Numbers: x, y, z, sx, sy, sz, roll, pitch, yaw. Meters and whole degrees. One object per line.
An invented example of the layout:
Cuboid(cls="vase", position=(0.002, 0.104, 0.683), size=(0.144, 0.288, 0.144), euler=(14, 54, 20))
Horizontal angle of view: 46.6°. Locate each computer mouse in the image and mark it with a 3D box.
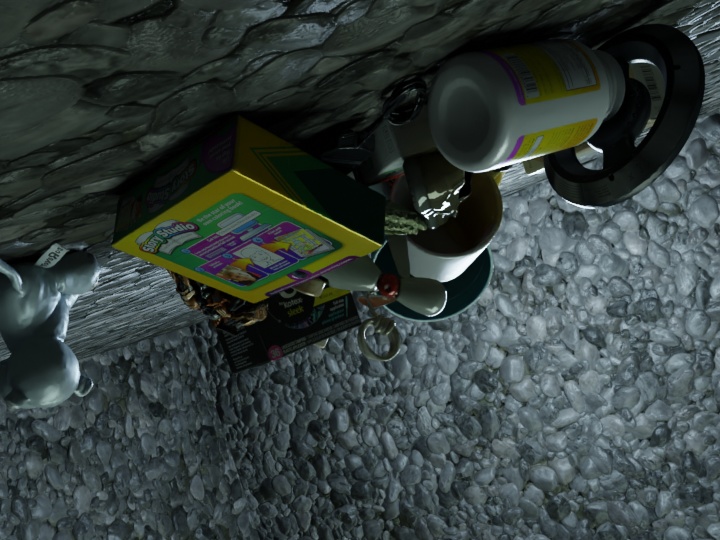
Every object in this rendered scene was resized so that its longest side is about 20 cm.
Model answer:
Cuboid(cls="computer mouse", position=(0.003, -0.143, 0.833), size=(0.058, 0.035, 0.199), euler=(2, 160, -34))

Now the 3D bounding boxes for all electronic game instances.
Cuboid(cls="electronic game", position=(0.267, -0.160, 0.868), size=(0.041, 0.204, 0.199), euler=(23, 153, -30))

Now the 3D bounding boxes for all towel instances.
Cuboid(cls="towel", position=(-0.029, -0.076, 0.930), size=(0.147, 0.037, 0.198), euler=(20, -169, 36))

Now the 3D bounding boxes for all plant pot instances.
Cuboid(cls="plant pot", position=(0.105, -0.053, 1.383), size=(0.197, 0.202, 0.189), euler=(-20, -144, 9))

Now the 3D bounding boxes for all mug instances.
Cuboid(cls="mug", position=(0.125, -0.061, 1.147), size=(0.183, 0.152, 0.154), euler=(-11, 159, -7))

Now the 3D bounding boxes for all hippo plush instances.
Cuboid(cls="hippo plush", position=(-0.356, 0.072, 0.961), size=(0.158, 0.164, 0.199), euler=(-17, 177, -44))

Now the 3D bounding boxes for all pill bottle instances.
Cuboid(cls="pill bottle", position=(0.164, -0.161, 0.790), size=(0.198, 0.106, 0.104), euler=(-18, 177, -37))

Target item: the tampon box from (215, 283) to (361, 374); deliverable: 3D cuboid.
Cuboid(cls="tampon box", position=(-0.116, 0.008, 1.077), size=(0.148, 0.203, 0.126), euler=(-20, 178, -35))

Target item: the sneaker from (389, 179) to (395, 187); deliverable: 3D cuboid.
Cuboid(cls="sneaker", position=(0.014, -0.104, 1.268), size=(0.078, 0.077, 0.199), euler=(-13, 172, -45))

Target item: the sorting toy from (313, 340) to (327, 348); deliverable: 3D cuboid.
Cuboid(cls="sorting toy", position=(-0.148, 0.018, 1.238), size=(0.196, 0.070, 0.200), euler=(25, -174, -23))

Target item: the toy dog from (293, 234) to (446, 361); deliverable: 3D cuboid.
Cuboid(cls="toy dog", position=(0.000, 0.000, 1.006), size=(0.132, 0.199, 0.096), euler=(-47, -173, 11))

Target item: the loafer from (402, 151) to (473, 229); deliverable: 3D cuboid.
Cuboid(cls="loafer", position=(0.096, -0.091, 0.929), size=(0.068, 0.077, 0.200), euler=(-16, 179, 11))

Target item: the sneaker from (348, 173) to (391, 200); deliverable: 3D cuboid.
Cuboid(cls="sneaker", position=(-0.039, -0.081, 1.163), size=(0.198, 0.083, 0.073), euler=(-20, 177, 41))

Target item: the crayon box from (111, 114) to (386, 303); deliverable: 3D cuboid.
Cuboid(cls="crayon box", position=(-0.104, -0.046, 0.769), size=(0.171, 0.059, 0.198), euler=(26, 146, -37))

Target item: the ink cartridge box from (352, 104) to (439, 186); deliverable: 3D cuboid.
Cuboid(cls="ink cartridge box", position=(0.047, -0.138, 0.971), size=(0.107, 0.051, 0.200), euler=(-20, 177, -22))

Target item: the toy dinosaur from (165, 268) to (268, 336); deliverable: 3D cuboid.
Cuboid(cls="toy dinosaur", position=(-0.180, 0.003, 0.952), size=(0.197, 0.138, 0.102), euler=(7, -159, 25))

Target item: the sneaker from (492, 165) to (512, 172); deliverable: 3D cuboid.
Cuboid(cls="sneaker", position=(0.182, -0.168, 1.037), size=(0.197, 0.085, 0.077), euler=(-20, 178, -9))

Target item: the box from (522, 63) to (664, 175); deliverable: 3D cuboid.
Cuboid(cls="box", position=(0.301, -0.206, 1.108), size=(0.077, 0.097, 0.199), euler=(-17, 175, -42))
